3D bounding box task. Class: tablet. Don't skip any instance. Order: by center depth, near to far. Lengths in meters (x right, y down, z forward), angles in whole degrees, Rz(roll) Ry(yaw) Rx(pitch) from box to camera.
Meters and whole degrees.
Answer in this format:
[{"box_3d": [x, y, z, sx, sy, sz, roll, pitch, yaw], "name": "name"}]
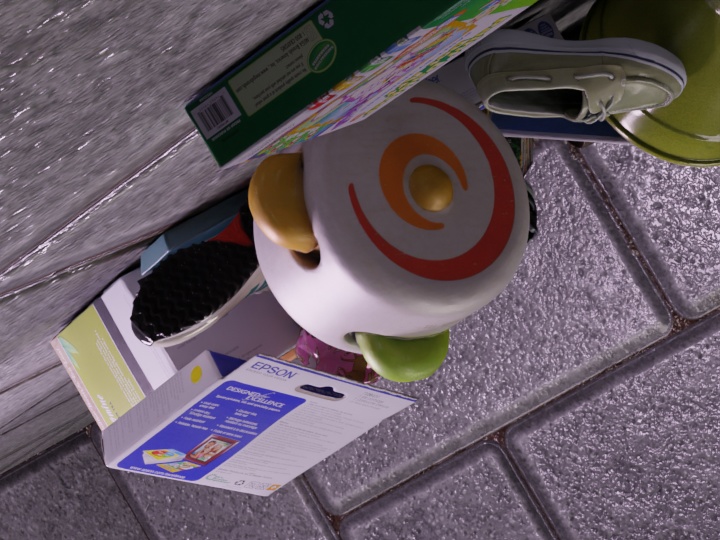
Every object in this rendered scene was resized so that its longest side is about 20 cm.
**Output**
[{"box_3d": [0.222, -0.157, 1.605, 0.197, 0.014, 0.131, 4, -139, 11], "name": "tablet"}]

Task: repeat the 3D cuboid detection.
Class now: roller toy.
[{"box_3d": [0.023, -0.042, 1.257, 0.183, 0.200, 0.140, -55, -170, -31], "name": "roller toy"}]

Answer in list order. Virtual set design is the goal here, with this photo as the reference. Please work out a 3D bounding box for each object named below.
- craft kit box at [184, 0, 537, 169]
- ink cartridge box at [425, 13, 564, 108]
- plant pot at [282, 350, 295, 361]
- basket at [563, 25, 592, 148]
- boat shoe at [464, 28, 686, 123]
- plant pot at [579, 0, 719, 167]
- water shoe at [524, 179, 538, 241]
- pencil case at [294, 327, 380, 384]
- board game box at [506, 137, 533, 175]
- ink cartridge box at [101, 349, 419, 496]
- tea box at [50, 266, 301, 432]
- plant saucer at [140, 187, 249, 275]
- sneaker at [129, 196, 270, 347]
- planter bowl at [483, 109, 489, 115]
[{"box_3d": [0.027, -0.137, 0.947, 0.199, 0.049, 0.197, -32, -179, 27], "name": "craft kit box"}, {"box_3d": [0.083, -0.152, 1.461, 0.199, 0.045, 0.094, -31, 180, -41], "name": "ink cartridge box"}, {"box_3d": [-0.108, 0.040, 1.984, 0.199, 0.141, 0.200, -31, 178, -1], "name": "plant pot"}, {"box_3d": [0.295, -0.224, 1.835, 0.198, 0.137, 0.180, -27, 171, -7], "name": "basket"}, {"box_3d": [0.177, -0.149, 1.401, 0.197, 0.063, 0.072, 3, 150, -19], "name": "boat shoe"}, {"box_3d": [0.314, -0.223, 1.483, 0.199, 0.201, 0.193, -30, 167, -24], "name": "plant pot"}, {"box_3d": [0.103, -0.079, 1.789, 0.198, 0.080, 0.072, 11, 134, -25], "name": "water shoe"}, {"box_3d": [0.000, 0.000, 1.496, 0.082, 0.086, 0.202, -14, 125, -46], "name": "pencil case"}, {"box_3d": [0.161, -0.150, 1.759, 0.023, 0.106, 0.200, -1, -170, 10], "name": "board game box"}, {"box_3d": [-0.086, 0.122, 1.470, 0.199, 0.047, 0.197, -38, 143, 30], "name": "ink cartridge box"}, {"box_3d": [-0.151, 0.051, 1.606, 0.199, 0.135, 0.196, -30, 179, -34], "name": "tea box"}, {"box_3d": [-0.100, -0.054, 1.459, 0.199, 0.019, 0.070, -30, 177, -33], "name": "plant saucer"}, {"box_3d": [-0.098, 0.004, 1.409, 0.200, 0.070, 0.094, -44, 152, -14], "name": "sneaker"}, {"box_3d": [0.092, -0.100, 1.691, 0.082, 0.203, 0.200, 3, -174, 12], "name": "planter bowl"}]
